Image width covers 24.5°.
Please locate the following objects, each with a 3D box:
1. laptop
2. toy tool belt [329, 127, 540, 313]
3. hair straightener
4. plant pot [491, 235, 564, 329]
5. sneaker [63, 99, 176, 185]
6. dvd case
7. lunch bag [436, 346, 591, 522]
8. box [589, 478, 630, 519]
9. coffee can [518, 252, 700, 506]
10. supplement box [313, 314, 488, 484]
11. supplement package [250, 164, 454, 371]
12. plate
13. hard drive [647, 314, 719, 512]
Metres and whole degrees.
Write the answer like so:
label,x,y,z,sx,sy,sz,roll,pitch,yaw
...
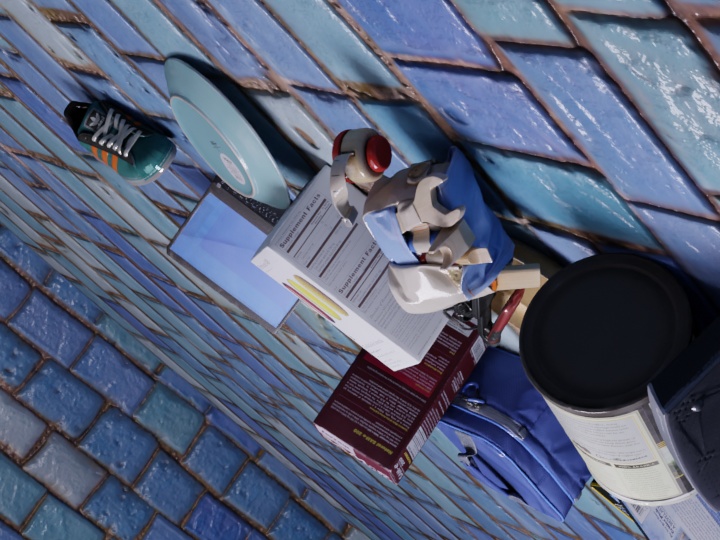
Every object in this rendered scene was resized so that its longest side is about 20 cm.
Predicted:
label,x,y,z,sx,sy,sz,roll,pitch,yaw
laptop,-0.129,-0.026,1.988,0.177,0.104,0.200,36,166,-5
toy tool belt,0.072,-0.051,1.435,0.122,0.125,0.201,-6,134,35
hair straightener,0.116,0.030,1.631,0.077,0.041,0.200,34,171,8
plant pot,0.165,0.020,1.593,0.199,0.028,0.200,33,166,9
sneaker,-0.300,-0.161,2.023,0.080,0.072,0.199,41,168,-38
dvd case,0.320,0.211,1.566,0.143,0.017,0.201,55,145,29
lunch bag,0.181,0.191,1.898,0.135,0.133,0.200,18,158,51
box,0.376,0.284,1.919,0.159,0.049,0.200,41,166,-14
coffee can,0.234,0.098,1.431,0.146,0.147,0.200,26,163,35
supplement box,0.049,0.123,1.846,0.108,0.201,0.061,30,166,21
supplement package,0.000,0.000,1.748,0.199,0.110,0.114,37,166,-5
plate,-0.148,-0.136,1.744,0.200,0.026,0.200,45,164,16
hard drive,0.300,0.108,1.348,0.042,0.135,0.200,43,175,37
